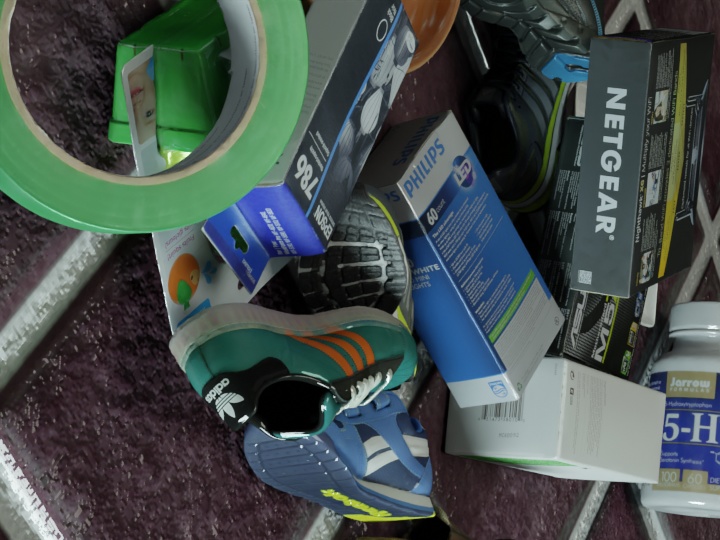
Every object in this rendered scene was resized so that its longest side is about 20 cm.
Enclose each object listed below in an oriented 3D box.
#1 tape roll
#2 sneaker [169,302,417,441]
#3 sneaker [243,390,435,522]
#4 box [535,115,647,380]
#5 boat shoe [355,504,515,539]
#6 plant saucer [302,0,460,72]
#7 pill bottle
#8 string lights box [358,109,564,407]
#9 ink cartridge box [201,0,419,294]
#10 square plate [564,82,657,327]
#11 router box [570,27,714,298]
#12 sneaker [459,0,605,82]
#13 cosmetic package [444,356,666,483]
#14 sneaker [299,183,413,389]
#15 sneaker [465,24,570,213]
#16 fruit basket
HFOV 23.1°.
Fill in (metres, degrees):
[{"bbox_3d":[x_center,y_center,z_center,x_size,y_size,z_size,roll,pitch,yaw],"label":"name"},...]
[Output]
[{"bbox_3d":[-0.128,-0.120,0.963,0.200,0.048,0.201,0,90,-23],"label":"tape roll"},{"bbox_3d":[-0.029,0.071,1.104,0.200,0.071,0.080,4,48,-47],"label":"sneaker"},{"bbox_3d":[-0.014,0.117,1.212,0.200,0.074,0.082,36,55,-54],"label":"sneaker"},{"bbox_3d":[0.202,-0.010,1.492,0.193,0.047,0.200,28,74,-65],"label":"box"},{"bbox_3d":[0.063,0.213,1.329,0.202,0.075,0.075,-2,86,-57],"label":"boat shoe"},{"bbox_3d":[0.003,-0.233,1.208,0.200,0.037,0.201,1,88,-52],"label":"plant saucer"},{"bbox_3d":[0.340,0.136,1.715,0.120,0.120,0.200,22,70,-55],"label":"pill bottle"},{"bbox_3d":[0.072,-0.008,1.324,0.200,0.059,0.103,60,42,-22],"label":"string lights box"},{"bbox_3d":[-0.026,-0.085,1.074,0.200,0.039,0.099,-65,157,-16],"label":"ink cartridge box"},{"bbox_3d":[0.229,-0.057,1.629,0.198,0.028,0.200,15,77,-57],"label":"square plate"},{"bbox_3d":[0.227,-0.090,1.405,0.157,0.052,0.200,-17,114,-60],"label":"router box"},{"bbox_3d":[0.124,-0.230,1.370,0.200,0.073,0.082,40,54,-40],"label":"sneaker"},{"bbox_3d":[0.165,0.124,1.456,0.200,0.107,0.085,21,72,-54],"label":"cosmetic package"},{"bbox_3d":[0.000,0.000,1.203,0.200,0.074,0.081,85,6,-55],"label":"sneaker"},{"bbox_3d":[0.127,-0.150,1.436,0.081,0.074,0.200,10,80,-54],"label":"sneaker"},{"bbox_3d":[-0.075,-0.071,1.099,0.185,0.094,0.200,-45,129,-48],"label":"fruit basket"}]
